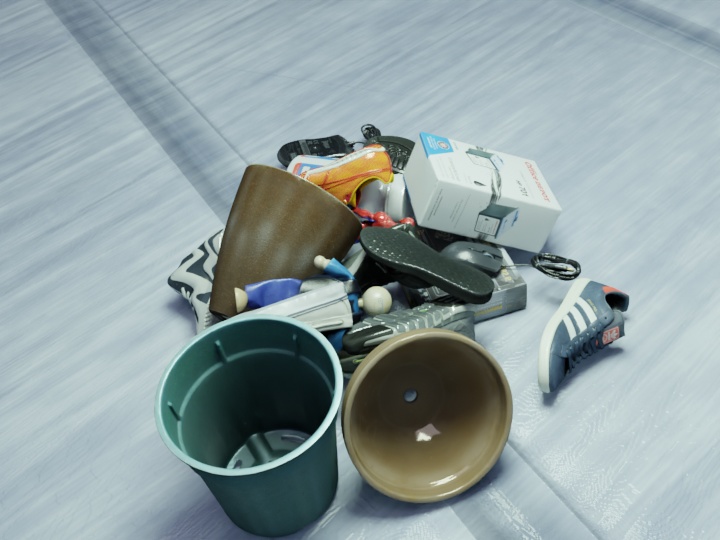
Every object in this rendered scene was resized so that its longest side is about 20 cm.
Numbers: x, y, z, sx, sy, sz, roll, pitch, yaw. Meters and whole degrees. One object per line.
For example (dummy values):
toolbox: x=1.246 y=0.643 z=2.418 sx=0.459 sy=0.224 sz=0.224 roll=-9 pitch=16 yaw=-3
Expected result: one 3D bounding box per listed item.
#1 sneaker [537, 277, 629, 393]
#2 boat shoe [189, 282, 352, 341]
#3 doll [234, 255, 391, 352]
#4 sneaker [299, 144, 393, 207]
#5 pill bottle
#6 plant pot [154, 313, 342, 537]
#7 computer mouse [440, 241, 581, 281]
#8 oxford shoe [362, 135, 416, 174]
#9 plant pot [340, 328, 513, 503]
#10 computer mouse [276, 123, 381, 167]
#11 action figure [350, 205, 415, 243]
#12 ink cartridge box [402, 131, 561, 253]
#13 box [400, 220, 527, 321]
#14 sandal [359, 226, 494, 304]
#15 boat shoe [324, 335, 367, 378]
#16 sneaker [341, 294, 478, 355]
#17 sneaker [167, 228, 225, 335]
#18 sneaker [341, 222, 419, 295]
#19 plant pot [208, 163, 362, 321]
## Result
sneaker: x=0.293 y=0.084 z=1.032 sx=0.084 sy=0.075 sz=0.200 roll=13 pitch=47 yaw=29
boat shoe: x=-0.103 y=0.077 z=0.961 sx=0.199 sy=0.070 sz=0.071 roll=-19 pitch=3 yaw=-14
doll: x=-0.058 y=0.051 z=1.023 sx=0.198 sy=0.138 sz=0.048 roll=-7 pitch=5 yaw=-9
sneaker: x=-0.045 y=-0.123 z=1.200 sx=0.199 sy=0.078 sz=0.073 roll=-19 pitch=3 yaw=21
pill bottle: x=-0.015 y=-0.121 z=1.284 sx=0.198 sy=0.113 sz=0.113 roll=9 pitch=45 yaw=20
plant pot: x=-0.108 y=0.188 z=0.899 sx=0.198 sy=0.197 sz=0.201 roll=-3 pitch=47 yaw=4
computer mouse: x=0.206 y=-0.014 z=1.114 sx=0.198 sy=0.034 sz=0.059 roll=3 pitch=42 yaw=12
oxford shoe: x=0.091 y=-0.159 z=1.322 sx=0.199 sy=0.085 sz=0.073 roll=27 pitch=61 yaw=15
plant pot: x=0.069 y=0.159 z=0.937 sx=0.199 sy=0.202 sz=0.093 roll=-18 pitch=13 yaw=-9
computer mouse: x=-0.041 y=-0.189 z=1.417 sx=0.198 sy=0.046 sz=0.141 roll=-16 pitch=47 yaw=-14
action figure: x=-0.005 y=-0.061 z=1.211 sx=0.199 sy=0.066 sz=0.052 roll=-3 pitch=27 yaw=35
ink cartridge box: x=0.176 y=-0.116 z=1.181 sx=0.198 sy=0.086 sz=0.147 roll=10 pitch=35 yaw=-16
box: x=0.134 y=-0.006 z=1.179 sx=0.157 sy=0.049 sz=0.201 roll=-15 pitch=42 yaw=-7
sandal: x=0.078 y=0.002 z=1.051 sx=0.200 sy=0.048 sz=0.075 roll=28 pitch=36 yaw=22
boat shoe: x=-0.052 y=0.109 z=1.080 sx=0.200 sy=0.061 sz=0.072 roll=-1 pitch=43 yaw=10
sneaker: x=0.074 y=0.108 z=1.012 sx=0.199 sy=0.117 sz=0.075 roll=-14 pitch=13 yaw=-27
sneaker: x=-0.232 y=0.044 z=1.181 sx=0.129 sy=0.079 sz=0.201 roll=-18 pitch=66 yaw=43
sneaker: x=0.000 y=0.000 z=1.146 sx=0.200 sy=0.074 sz=0.079 roll=-42 pitch=32 yaw=0
plant pot: x=-0.122 y=-0.011 z=1.104 sx=0.186 sy=0.187 sz=0.201 roll=19 pitch=75 yaw=28
